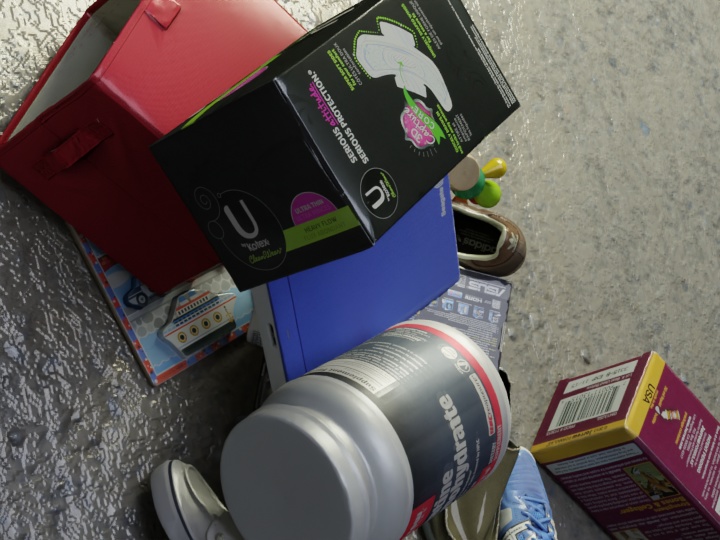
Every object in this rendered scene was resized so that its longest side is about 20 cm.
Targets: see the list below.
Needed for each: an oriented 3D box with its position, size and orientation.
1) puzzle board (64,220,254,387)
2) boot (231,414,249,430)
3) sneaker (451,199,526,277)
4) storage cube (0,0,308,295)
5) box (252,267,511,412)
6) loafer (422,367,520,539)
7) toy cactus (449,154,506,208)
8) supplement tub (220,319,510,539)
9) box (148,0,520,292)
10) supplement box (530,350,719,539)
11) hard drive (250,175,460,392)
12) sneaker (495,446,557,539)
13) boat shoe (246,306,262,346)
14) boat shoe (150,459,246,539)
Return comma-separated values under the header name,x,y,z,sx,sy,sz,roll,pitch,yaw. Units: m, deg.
name,x,y,z,sx,sy,sz,roll,pitch,yaw
puzzle board,-0.134,-0.013,1.186,0.199,0.017,0.152,-31,94,-43
boot,-0.047,0.232,1.139,0.164,0.065,0.202,25,63,-29
sneaker,0.049,-0.047,1.246,0.198,0.076,0.071,12,80,11
storage cube,-0.140,-0.120,1.093,0.180,0.170,0.201,41,52,-22
box,0.021,0.064,1.207,0.198,0.049,0.163,14,70,-12
loafer,0.101,0.171,1.279,0.075,0.069,0.202,20,61,-34
toy cactus,0.068,-0.108,1.303,0.200,0.165,0.103,39,87,-25
supplement tub,0.007,0.129,1.053,0.199,0.140,0.141,-25,90,-48
box,-0.015,-0.099,0.979,0.200,0.148,0.125,-43,106,-42
supplement box,0.285,0.191,1.388,0.200,0.130,0.104,46,49,-18
hard drive,0.000,0.000,1.117,0.199,0.025,0.133,-35,131,-33
sneaker,0.160,0.257,1.291,0.075,0.077,0.202,9,66,-36
boat shoe,-0.037,-0.031,1.155,0.067,0.072,0.202,13,74,-2
boat shoe,-0.087,0.213,1.053,0.201,0.066,0.072,56,10,32
